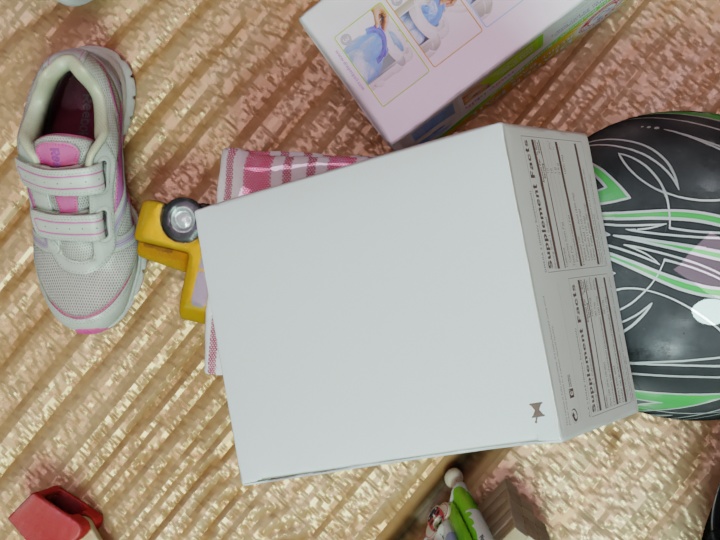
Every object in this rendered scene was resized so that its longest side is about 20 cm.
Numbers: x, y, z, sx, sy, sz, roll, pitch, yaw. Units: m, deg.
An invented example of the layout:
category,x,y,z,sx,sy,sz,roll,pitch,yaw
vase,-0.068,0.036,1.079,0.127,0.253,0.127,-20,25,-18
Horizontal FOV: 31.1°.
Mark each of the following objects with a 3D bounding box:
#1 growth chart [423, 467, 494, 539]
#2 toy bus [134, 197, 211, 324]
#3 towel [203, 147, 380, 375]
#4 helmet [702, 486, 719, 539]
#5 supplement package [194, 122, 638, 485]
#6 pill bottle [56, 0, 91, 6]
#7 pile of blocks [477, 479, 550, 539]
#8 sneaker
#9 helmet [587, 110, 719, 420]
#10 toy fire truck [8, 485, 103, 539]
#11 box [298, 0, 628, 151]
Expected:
category,x,y,z,sx,sy,sz,roll,pitch,yaw
growth chart,0.024,0.233,0.816,0.018,0.145,0.201,35,94,-19
toy bus,-0.053,0.006,0.866,0.197,0.065,0.079,13,90,6
towel,0.000,0.000,0.813,0.197,0.030,0.149,4,89,6
helmet,0.297,0.192,0.748,0.198,0.201,0.192,-25,128,5
supplement package,0.028,0.021,0.706,0.198,0.110,0.158,-13,86,31
pill bottle,-0.252,-0.274,0.880,0.198,0.109,0.110,31,91,7
pile of blocks,0.065,0.239,0.839,0.062,0.082,0.201,36,84,-14
sneaker,-0.195,-0.058,0.873,0.080,0.088,0.203,-6,87,6
helmet,0.195,-0.003,0.773,0.197,0.191,0.203,0,87,7
toy fire truck,-0.187,0.263,0.877,0.200,0.049,0.141,44,92,6
box,0.075,-0.172,0.835,0.199,0.112,0.102,-37,83,5
